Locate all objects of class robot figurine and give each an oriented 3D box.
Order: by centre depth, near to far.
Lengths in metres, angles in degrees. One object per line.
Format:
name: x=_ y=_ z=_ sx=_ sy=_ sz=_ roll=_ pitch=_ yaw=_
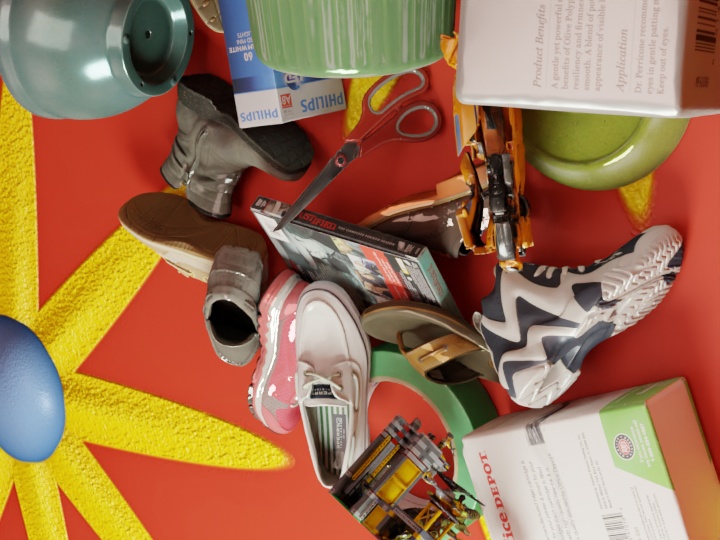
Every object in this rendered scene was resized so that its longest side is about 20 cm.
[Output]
robot figurine: x=0.108 y=-0.098 z=1.143 sx=0.058 sy=0.145 sz=0.202 roll=-6 pitch=91 yaw=13

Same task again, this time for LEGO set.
LEGO set: x=0.073 y=0.217 z=1.239 sx=0.154 sy=0.116 sz=0.200 roll=45 pitch=173 yaw=-19

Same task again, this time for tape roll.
tape roll: x=0.048 y=0.171 z=1.359 sx=0.199 sy=0.048 sz=0.202 roll=11 pitch=109 yaw=36

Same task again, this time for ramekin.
ramekin: x=-0.008 y=-0.237 z=1.195 sx=0.199 sy=0.200 sz=0.098 roll=14 pitch=118 yaw=35

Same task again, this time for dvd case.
dvd case: x=0.000 y=0.000 z=1.309 sx=0.199 sy=0.022 sz=0.146 roll=17 pitch=153 yaw=34

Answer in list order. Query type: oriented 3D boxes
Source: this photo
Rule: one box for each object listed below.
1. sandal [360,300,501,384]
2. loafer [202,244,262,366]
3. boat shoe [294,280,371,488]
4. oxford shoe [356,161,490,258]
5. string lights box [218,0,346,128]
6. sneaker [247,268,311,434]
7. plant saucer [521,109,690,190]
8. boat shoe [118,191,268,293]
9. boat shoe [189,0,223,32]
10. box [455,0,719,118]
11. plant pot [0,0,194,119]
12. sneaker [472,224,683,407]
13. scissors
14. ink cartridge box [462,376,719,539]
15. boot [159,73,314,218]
sandal: x=0.086 y=0.081 z=1.263 sx=0.199 sy=0.054 sz=0.080 roll=22 pitch=155 yaw=16
loafer: x=-0.133 y=0.050 z=1.409 sx=0.069 sy=0.070 sz=0.200 roll=11 pitch=148 yaw=5
boat shoe: x=-0.025 y=0.113 z=1.317 sx=0.073 sy=0.067 sz=0.201 roll=-7 pitch=105 yaw=19
oxford shoe: x=0.064 y=-0.039 z=1.274 sx=0.199 sy=0.071 sz=0.073 roll=-22 pitch=94 yaw=40
string lights box: x=-0.080 y=-0.244 z=1.305 sx=0.059 sy=0.103 sz=0.201 roll=-3 pitch=102 yaw=38
sneaker: x=-0.061 y=0.098 z=1.396 sx=0.086 sy=0.074 sz=0.201 roll=21 pitch=129 yaw=21
plant saucer: x=0.187 y=-0.164 z=1.164 sx=0.199 sy=0.031 sz=0.201 roll=12 pitch=110 yaw=35
boat shoe: x=-0.179 y=-0.023 z=1.468 sx=0.199 sy=0.074 sz=0.069 roll=25 pitch=144 yaw=32
boat shoe: x=-0.166 y=-0.337 z=1.379 sx=0.201 sy=0.072 sz=0.068 roll=69 pitch=164 yaw=-9
box: x=0.185 y=-0.217 z=1.012 sx=0.170 sy=0.200 sz=0.201 roll=7 pitch=99 yaw=25
plant pot: x=-0.255 y=-0.245 z=1.390 sx=0.133 sy=0.200 sz=0.202 roll=13 pitch=111 yaw=28
sneaker: x=0.176 y=0.009 z=1.189 sx=0.199 sy=0.079 sz=0.130 roll=-51 pitch=53 yaw=20
scissors: x=-0.013 y=-0.116 z=1.274 sx=0.199 sy=0.014 sz=0.073 roll=-32 pitch=94 yaw=1
ink cartridge box: x=0.207 y=0.189 z=1.214 sx=0.199 sy=0.084 sz=0.146 roll=-17 pitch=92 yaw=41
boot: x=-0.129 y=-0.108 z=1.417 sx=0.200 sy=0.067 sz=0.131 roll=37 pitch=128 yaw=34
